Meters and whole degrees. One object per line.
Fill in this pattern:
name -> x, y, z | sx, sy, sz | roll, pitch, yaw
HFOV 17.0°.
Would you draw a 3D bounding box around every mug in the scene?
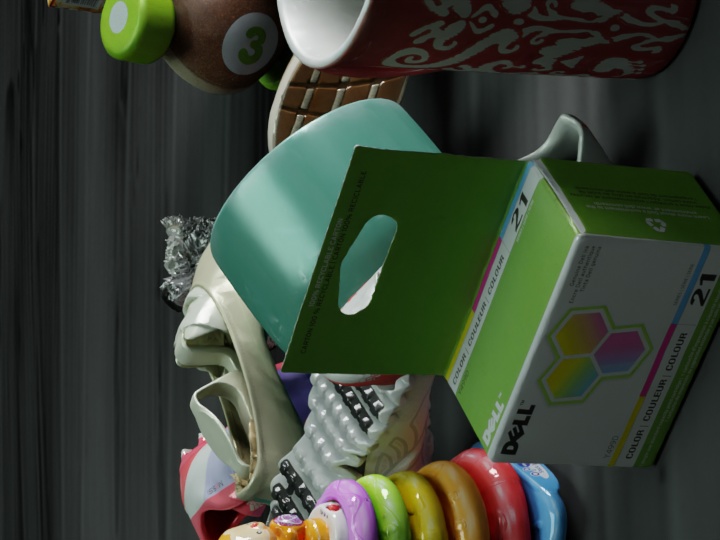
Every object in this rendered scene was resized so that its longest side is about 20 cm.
mug -> 0.062, -0.168, 1.307 | 0.177, 0.199, 0.134 | -169, 83, -65
mug -> 0.006, -0.008, 1.479 | 0.152, 0.185, 0.115 | -42, 68, 7

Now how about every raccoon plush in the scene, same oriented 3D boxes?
raccoon plush -> -0.067, -0.030, 1.736 | 0.200, 0.097, 0.134 | -39, 31, 19

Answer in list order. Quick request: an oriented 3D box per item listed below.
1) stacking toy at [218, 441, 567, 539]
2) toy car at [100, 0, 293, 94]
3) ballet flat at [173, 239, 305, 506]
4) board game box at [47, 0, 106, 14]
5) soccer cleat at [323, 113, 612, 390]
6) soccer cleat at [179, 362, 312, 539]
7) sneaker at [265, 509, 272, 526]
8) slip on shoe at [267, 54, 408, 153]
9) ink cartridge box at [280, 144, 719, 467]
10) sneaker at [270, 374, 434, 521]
stacking toy -> 0.009, 0.156, 1.372 | 0.116, 0.199, 0.111 | 37, 120, 59
toy car -> -0.064, -0.229, 1.646 | 0.200, 0.164, 0.159 | -35, 58, 42
ballet flat -> -0.083, 0.063, 1.533 | 0.070, 0.069, 0.201 | -57, 46, 45
board game box -> -0.132, -0.262, 1.780 | 0.200, 0.151, 0.047 | 126, 142, -47
soccer cleat -> 0.054, -0.011, 1.318 | 0.069, 0.199, 0.085 | 49, 167, 41
soccer cleat -> -0.068, 0.123, 1.636 | 0.200, 0.066, 0.077 | -47, 51, 51
sneaker -> -0.040, 0.233, 1.632 | 0.072, 0.079, 0.201 | 108, 174, -59
slip on shoe -> -0.002, -0.144, 1.542 | 0.061, 0.076, 0.201 | 145, 146, -77
ink cartridge box -> 0.077, 0.022, 1.248 | 0.076, 0.199, 0.148 | 60, 139, 48
sneaker -> 0.010, 0.091, 1.430 | 0.075, 0.081, 0.201 | 61, 142, 35
